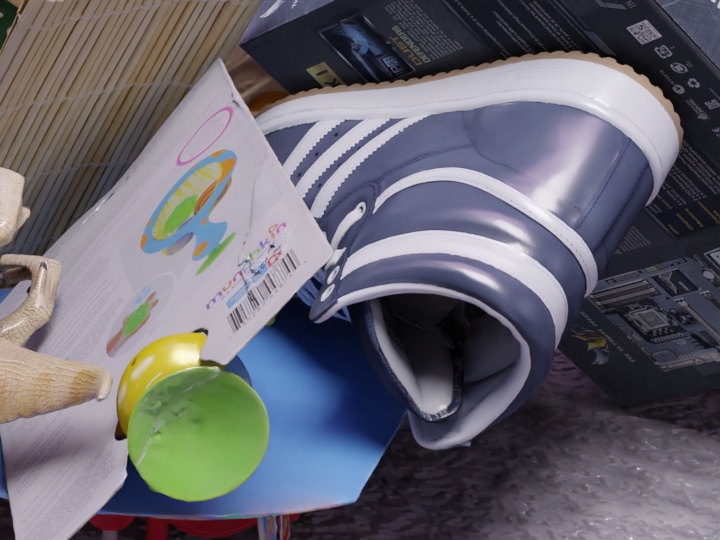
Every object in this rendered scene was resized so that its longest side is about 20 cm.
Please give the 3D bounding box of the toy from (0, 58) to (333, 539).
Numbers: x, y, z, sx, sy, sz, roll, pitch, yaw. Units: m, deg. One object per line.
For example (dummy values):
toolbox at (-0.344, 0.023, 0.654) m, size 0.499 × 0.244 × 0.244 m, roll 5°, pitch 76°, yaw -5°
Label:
toy at (-0.052, 0.016, 0.695) m, size 0.047 × 0.115 × 0.200 m, roll 41°, pitch 6°, yaw -17°

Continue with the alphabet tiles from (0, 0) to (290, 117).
alphabet tiles at (-0.109, -0.079, 0.854) m, size 0.195 × 0.200 × 0.015 m, roll 33°, pitch 38°, yaw -37°

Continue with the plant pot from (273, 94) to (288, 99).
plant pot at (-0.035, -0.087, 0.968) m, size 0.200 × 0.093 × 0.201 m, roll 21°, pitch 13°, yaw -5°

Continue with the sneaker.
sneaker at (0.000, 0.000, 0.758) m, size 0.200 × 0.070 × 0.109 m, roll -12°, pitch 40°, yaw 47°

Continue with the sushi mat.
sushi mat at (-0.097, -0.034, 0.799) m, size 0.095 × 0.200 × 0.012 m, roll -13°, pitch 62°, yaw -37°

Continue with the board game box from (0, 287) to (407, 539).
board game box at (-0.065, 0.052, 0.766) m, size 0.157 × 0.039 × 0.200 m, roll 8°, pitch 18°, yaw 10°

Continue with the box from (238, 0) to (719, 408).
box at (0.081, -0.044, 0.784) m, size 0.157 × 0.200 × 0.051 m, roll -19°, pitch 35°, yaw 50°

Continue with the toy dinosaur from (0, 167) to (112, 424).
toy dinosaur at (-0.117, 0.026, 0.685) m, size 0.199 × 0.058 × 0.101 m, roll -7°, pitch 48°, yaw 36°
